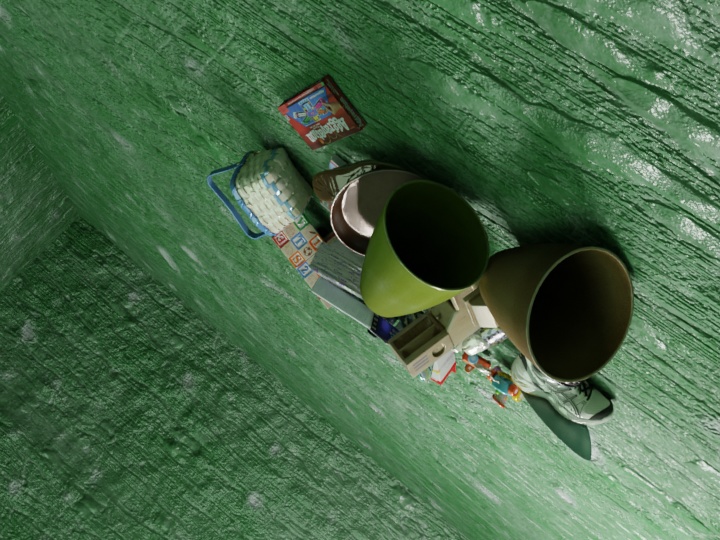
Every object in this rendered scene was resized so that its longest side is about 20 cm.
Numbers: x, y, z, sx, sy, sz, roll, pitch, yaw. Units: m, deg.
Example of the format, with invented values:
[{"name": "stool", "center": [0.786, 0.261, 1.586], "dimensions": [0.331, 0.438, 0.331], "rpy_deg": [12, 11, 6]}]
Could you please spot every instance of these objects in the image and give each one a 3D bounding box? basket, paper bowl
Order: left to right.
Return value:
[{"name": "basket", "center": [-0.208, -0.156, 1.572], "dimensions": [0.196, 0.141, 0.178], "rpy_deg": [-17, 125, 31]}, {"name": "paper bowl", "center": [0.000, 0.000, 1.533], "dimensions": [0.197, 0.106, 0.201], "rpy_deg": [30, 178, 1]}]

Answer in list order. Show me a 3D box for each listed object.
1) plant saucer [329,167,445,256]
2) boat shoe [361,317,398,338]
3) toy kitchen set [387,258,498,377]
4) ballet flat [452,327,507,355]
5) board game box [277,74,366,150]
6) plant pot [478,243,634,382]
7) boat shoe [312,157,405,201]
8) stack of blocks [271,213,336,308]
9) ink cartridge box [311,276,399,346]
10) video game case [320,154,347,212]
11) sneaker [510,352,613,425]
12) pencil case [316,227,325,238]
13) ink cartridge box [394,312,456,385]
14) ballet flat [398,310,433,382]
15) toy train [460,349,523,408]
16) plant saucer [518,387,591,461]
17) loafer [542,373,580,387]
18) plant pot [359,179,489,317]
[{"name": "plant saucer", "center": [0.046, -0.099, 1.251], "dimensions": [0.194, 0.035, 0.203], "rpy_deg": [-1, 138, -1]}, {"name": "boat shoe", "center": [0.025, 0.102, 1.761], "dimensions": [0.071, 0.091, 0.199], "rpy_deg": [48, 159, -19]}, {"name": "toy kitchen set", "center": [0.136, 0.082, 1.321], "dimensions": [0.164, 0.178, 0.202], "rpy_deg": [49, 171, 47]}, {"name": "ballet flat", "center": [0.218, 0.137, 1.506], "dimensions": [0.072, 0.072, 0.199], "rpy_deg": [49, 159, -21]}, {"name": "board game box", "center": [-0.071, -0.268, 1.300], "dimensions": [0.103, 0.020, 0.199], "rpy_deg": [48, 159, -18]}, {"name": "plant pot", "center": [0.265, 0.037, 1.104], "dimensions": [0.187, 0.186, 0.200], "rpy_deg": [51, 172, -25]}, {"name": "boat shoe", "center": [0.008, -0.161, 1.302], "dimensions": [0.196, 0.063, 0.075], "rpy_deg": [5, 118, 32]}, {"name": "stack of blocks", "center": [-0.091, -0.035, 1.647], "dimensions": [0.201, 0.114, 0.059], "rpy_deg": [51, -179, -14]}, {"name": "ink cartridge box", "center": [0.013, 0.097, 1.540], "dimensions": [0.198, 0.041, 0.199], "rpy_deg": [34, 177, 23]}, {"name": "video game case", "center": [-0.013, -0.132, 1.468], "dimensions": [0.142, 0.017, 0.201], "rpy_deg": [41, 160, 6]}, {"name": "sneaker", "center": [0.370, 0.204, 1.355], "dimensions": [0.196, 0.076, 0.089], "rpy_deg": [25, 132, 11]}, {"name": "pencil case", "center": [-0.070, 0.001, 1.732], "dimensions": [0.201, 0.092, 0.085], "rpy_deg": [49, 176, -14]}, {"name": "ink cartridge box", "center": [0.153, 0.185, 1.723], "dimensions": [0.115, 0.068, 0.202], "rpy_deg": [29, 155, 29]}, {"name": "ballet flat", "center": [0.125, 0.133, 1.586], "dimensions": [0.205, 0.073, 0.074], "rpy_deg": [68, 160, 4]}, {"name": "toy train", "center": [0.258, 0.219, 1.523], "dimensions": [0.148, 0.057, 0.200], "rpy_deg": [29, -174, 0]}, {"name": "plant saucer", "center": [0.381, 0.270, 1.433], "dimensions": [0.200, 0.039, 0.202], "rpy_deg": [43, -167, -12]}, {"name": "loafer", "center": [0.319, 0.121, 1.292], "dimensions": [0.200, 0.072, 0.063], "rpy_deg": [46, 156, -1]}, {"name": "plant pot", "center": [0.079, -0.009, 1.210], "dimensions": [0.186, 0.188, 0.200], "rpy_deg": [41, 143, 0]}]
